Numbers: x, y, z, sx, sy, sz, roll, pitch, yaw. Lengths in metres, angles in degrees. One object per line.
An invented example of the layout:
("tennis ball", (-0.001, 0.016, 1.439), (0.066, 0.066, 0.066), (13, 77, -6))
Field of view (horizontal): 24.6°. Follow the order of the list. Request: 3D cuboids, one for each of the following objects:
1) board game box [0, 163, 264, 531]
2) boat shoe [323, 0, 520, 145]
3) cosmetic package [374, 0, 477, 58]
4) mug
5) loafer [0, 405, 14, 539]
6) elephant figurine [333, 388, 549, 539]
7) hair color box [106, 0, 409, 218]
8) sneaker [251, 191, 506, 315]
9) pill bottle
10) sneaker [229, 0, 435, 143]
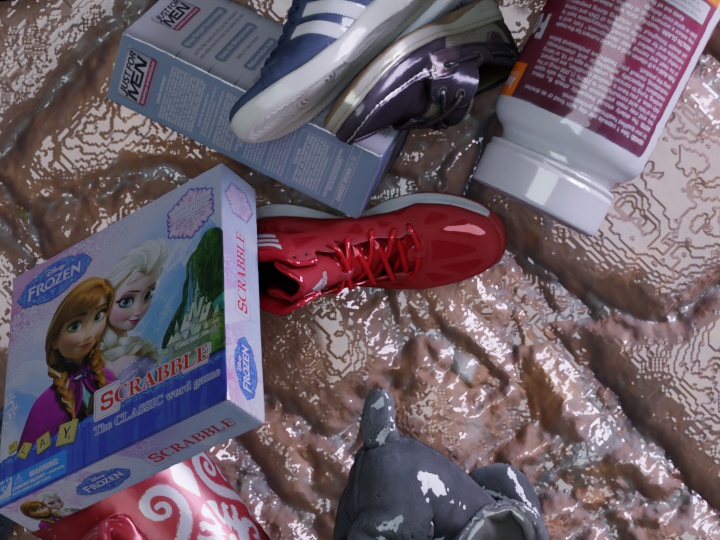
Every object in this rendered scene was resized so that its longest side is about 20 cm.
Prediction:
("board game box", (-0.157, 0.051, 1.121), (0.200, 0.041, 0.200), (-27, 46, 24))
("boat shoe", (0.052, -0.129, 1.135), (0.065, 0.200, 0.072), (48, 132, 5))
("cosmetic package", (-0.008, -0.249, 1.186), (0.113, 0.081, 0.200), (-42, 85, 4))
("mug", (-0.129, 0.227, 1.159), (0.200, 0.178, 0.133), (51, 127, -1))
("loafer", (-0.280, 0.161, 1.227), (0.072, 0.063, 0.200), (40, 98, -11))
("elephant figurine", (0.084, 0.198, 1.168), (0.200, 0.155, 0.142), (10, 48, -5))
("hair color box", (-0.067, -0.125, 1.175), (0.200, 0.099, 0.061), (26, 128, 5))
("sneaker", (0.000, 0.000, 1.159), (0.200, 0.116, 0.078), (-5, 112, 12))
("pill bottle", (0.165, -0.133, 1.152), (0.114, 0.114, 0.200), (27, 92, 5))
("sneaker", (-0.028, -0.170, 1.101), (0.085, 0.075, 0.200), (44, 72, 7))
